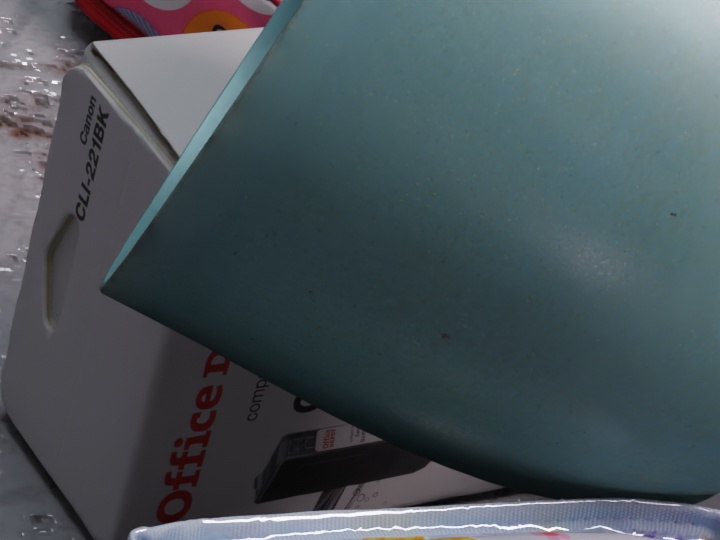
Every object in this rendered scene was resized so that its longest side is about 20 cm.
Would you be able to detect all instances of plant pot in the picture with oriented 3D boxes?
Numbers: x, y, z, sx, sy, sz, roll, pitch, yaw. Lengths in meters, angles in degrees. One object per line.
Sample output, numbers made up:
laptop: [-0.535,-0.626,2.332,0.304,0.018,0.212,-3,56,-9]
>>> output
plant pot: [0.054,-0.034,0.774,0.161,0.201,0.201,33,33,-6]

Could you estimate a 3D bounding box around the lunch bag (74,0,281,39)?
lunch bag: [0.005,-0.116,1.185,0.176,0.082,0.200,38,38,27]

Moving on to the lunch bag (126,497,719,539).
lunch bag: [0.034,0.151,0.729,0.199,0.170,0.127,-1,36,-27]

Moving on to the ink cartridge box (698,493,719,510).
ink cartridge box: [0.152,0.054,0.946,0.084,0.147,0.200,17,32,9]

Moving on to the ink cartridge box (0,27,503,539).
ink cartridge box: [0.000,0.000,0.956,0.199,0.145,0.084,-7,40,-31]
